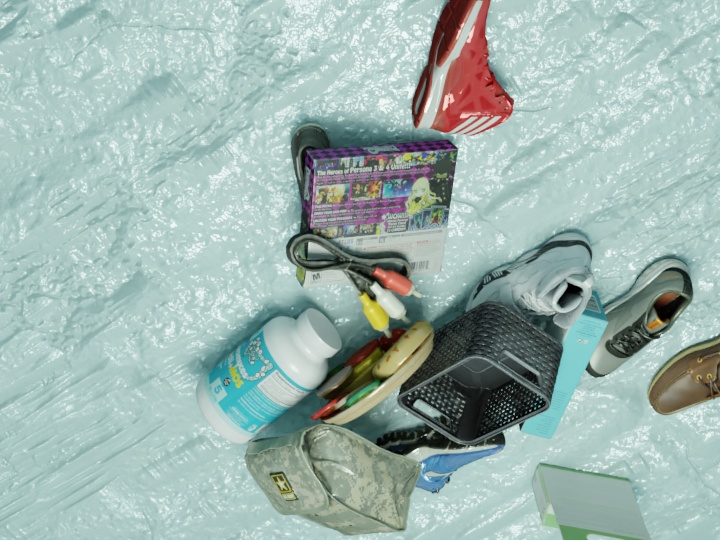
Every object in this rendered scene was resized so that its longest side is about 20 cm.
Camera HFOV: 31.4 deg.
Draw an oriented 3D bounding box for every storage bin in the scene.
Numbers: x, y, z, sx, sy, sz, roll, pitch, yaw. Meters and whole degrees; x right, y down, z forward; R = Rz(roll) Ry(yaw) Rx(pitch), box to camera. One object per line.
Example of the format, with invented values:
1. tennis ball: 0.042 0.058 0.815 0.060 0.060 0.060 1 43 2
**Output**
1. storage bin: 0.158 0.140 1.706 0.135 0.094 0.200 33 143 -18

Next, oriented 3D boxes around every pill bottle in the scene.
1. pill bottle: -0.120 0.138 1.736 0.200 0.111 0.111 -40 112 18

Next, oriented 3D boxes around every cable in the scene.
1. cable: 0.000 0.000 1.608 0.200 0.050 0.097 37 88 -36

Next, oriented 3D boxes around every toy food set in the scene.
1. toy food set: 0.015 0.133 1.691 0.198 0.200 0.049 -39 97 -1

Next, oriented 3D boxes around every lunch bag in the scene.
1. lunch bag: -0.046 0.279 1.729 0.199 0.118 0.164 28 154 -24

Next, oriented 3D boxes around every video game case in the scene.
1. video game case: 0.020 -0.072 1.630 0.199 0.036 0.182 -7 121 -22

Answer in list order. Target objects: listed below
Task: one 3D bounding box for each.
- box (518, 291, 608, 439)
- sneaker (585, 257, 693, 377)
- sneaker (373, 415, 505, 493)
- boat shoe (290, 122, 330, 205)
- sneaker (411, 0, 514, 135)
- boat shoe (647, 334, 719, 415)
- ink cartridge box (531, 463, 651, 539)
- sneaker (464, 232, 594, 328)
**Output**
1. box: 0.271 0.126 1.754 0.049 0.082 0.201 15 118 -10
2. sneaker: 0.372 0.072 1.729 0.074 0.079 0.200 30 115 -18
3. sneaker: 0.115 0.266 1.839 0.199 0.079 0.089 -15 125 16
4. boat shoe: -0.047 -0.090 1.643 0.066 0.057 0.201 -14 118 6
5. sneaker: 0.144 -0.253 1.560 0.115 0.079 0.201 11 130 -17
6. boat shoe: 0.488 0.141 1.774 0.200 0.068 0.072 -35 114 17
7. ink cartridge box: 0.331 0.356 1.813 0.145 0.200 0.048 11 116 -8
8. sneaker: 0.223 0.037 1.685 0.200 0.115 0.075 -35 114 17
